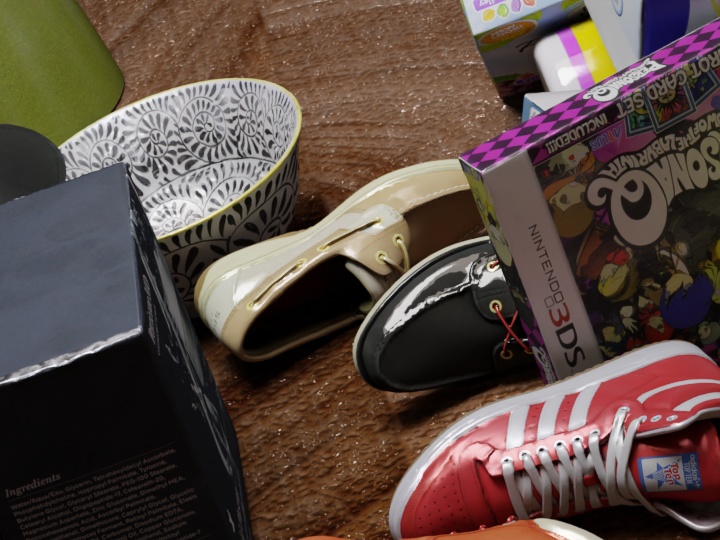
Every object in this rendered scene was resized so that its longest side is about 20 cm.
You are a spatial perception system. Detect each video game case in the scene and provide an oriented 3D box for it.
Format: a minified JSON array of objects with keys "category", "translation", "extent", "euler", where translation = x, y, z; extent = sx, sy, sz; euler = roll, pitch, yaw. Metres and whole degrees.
[{"category":"video game case","translation":[0.171,-0.028,1.591],"extent":[0.199,0.182,0.036],"euler":[-27,29,-11]}]

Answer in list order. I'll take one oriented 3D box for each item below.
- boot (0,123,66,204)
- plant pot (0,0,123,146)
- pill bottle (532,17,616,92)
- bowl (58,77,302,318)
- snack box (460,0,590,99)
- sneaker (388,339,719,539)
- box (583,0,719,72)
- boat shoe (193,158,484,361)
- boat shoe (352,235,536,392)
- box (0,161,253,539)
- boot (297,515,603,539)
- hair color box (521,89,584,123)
[{"category":"boot","translation":[-0.245,0.026,1.798],"extent":[0.069,0.174,0.201],"euler":[19,48,-7]},{"category":"plant pot","translation":[-0.296,-0.192,2.166],"extent":[0.186,0.201,0.187],"euler":[-16,29,10]},{"category":"pill bottle","translation":[0.214,-0.129,1.807],"extent":[0.199,0.105,0.104],"euler":[-22,29,2]},{"category":"bowl","translation":[-0.116,-0.031,1.881],"extent":[0.200,0.095,0.201],"euler":[-16,30,9]},{"category":"snack box","translation":[0.148,-0.183,1.876],"extent":[0.168,0.068,0.200],"euler":[-20,-12,5]},{"category":"sneaker","translation":[0.118,0.106,1.517],"extent":[0.199,0.072,0.112],"euler":[-27,26,-12]},{"category":"box","translation":[0.229,-0.189,1.671],"extent":[0.199,0.105,0.184],"euler":[-9,40,-8]},{"category":"boat shoe","translation":[0.000,0.000,1.787],"extent":[0.199,0.074,0.066],"euler":[-27,42,-6]},{"category":"boat shoe","translation":[0.091,0.017,1.680],"extent":[0.200,0.074,0.063],"euler":[-23,21,-10]},{"category":"box","translation":[-0.145,0.082,1.608],"extent":[0.123,0.197,0.200],"euler":[-20,29,3]},{"category":"boot","translation":[0.045,0.163,1.480],"extent":[0.199,0.075,0.107],"euler":[12,40,34]},{"category":"hair color box","translation":[0.200,-0.066,1.680],"extent":[0.199,0.061,0.100],"euler":[-5,23,-23]}]
